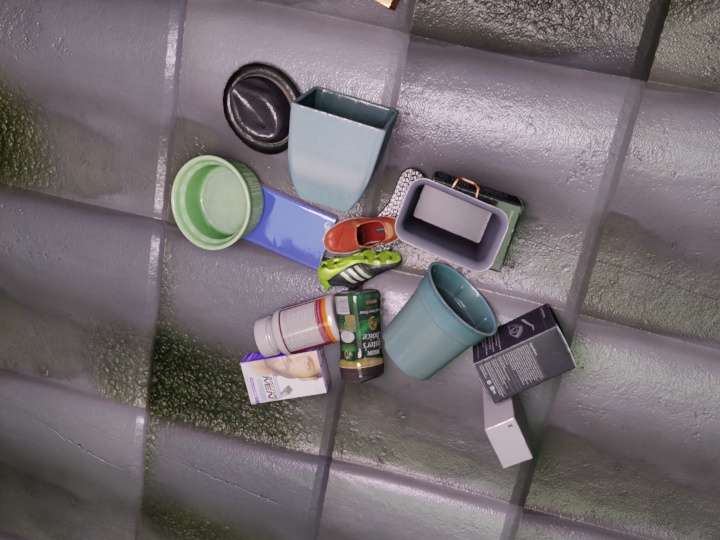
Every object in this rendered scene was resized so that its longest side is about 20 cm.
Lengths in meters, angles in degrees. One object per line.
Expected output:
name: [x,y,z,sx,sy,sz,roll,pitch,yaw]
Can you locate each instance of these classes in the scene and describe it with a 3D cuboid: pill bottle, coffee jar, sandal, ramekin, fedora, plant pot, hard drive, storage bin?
pill bottle: [-0.139,0.132,1.531,0.196,0.110,0.112,-17,103,14]
coffee jar: [-0.001,0.145,1.468,0.084,0.103,0.205,-2,93,37]
sandal: [0.081,-0.128,1.459,0.075,0.048,0.203,32,98,1]
ramekin: [-0.311,-0.154,1.470,0.196,0.098,0.205,4,102,19]
fedora: [-0.217,-0.345,1.418,0.196,0.092,0.205,2,106,8]
plant pot: [-0.048,-0.243,1.375,0.192,0.197,0.204,17,116,4]
plant pot: [0.162,0.123,1.446,0.199,0.201,0.197,41,116,-4]
hard drive: [-0.164,-0.099,1.514,0.196,0.025,0.134,23,108,3]
storage bin: [0.178,-0.109,1.273,0.196,0.135,0.148,22,108,2]

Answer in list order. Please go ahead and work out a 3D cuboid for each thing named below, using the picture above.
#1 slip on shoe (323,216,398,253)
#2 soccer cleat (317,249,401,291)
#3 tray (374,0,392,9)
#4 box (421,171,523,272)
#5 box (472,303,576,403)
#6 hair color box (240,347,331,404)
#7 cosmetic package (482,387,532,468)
slip on shoe: [-0.004,-0.077,1.429,0.197,0.061,0.076,-7,96,34]
soccer cleat: [0.000,0.000,1.502,0.195,0.068,0.082,-9,124,11]
tray: [-0.016,-0.583,1.315,0.198,0.099,0.037,31,110,0]
box: [0.226,-0.105,1.399,0.196,0.104,0.151,19,108,3]
box: [0.351,0.179,1.443,0.197,0.148,0.106,-27,100,16]
hair color box: [-0.179,0.247,1.595,0.196,0.065,0.112,-11,103,11]
cosmetic package: [0.322,0.331,1.463,0.070,0.200,0.103,-24,100,15]
